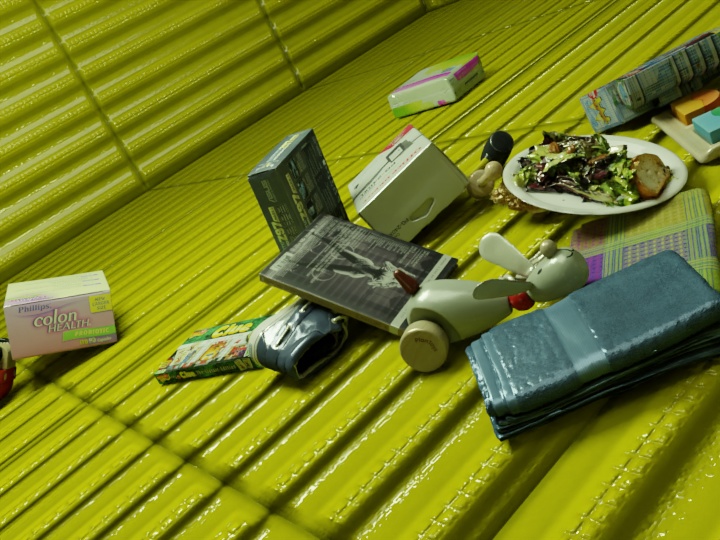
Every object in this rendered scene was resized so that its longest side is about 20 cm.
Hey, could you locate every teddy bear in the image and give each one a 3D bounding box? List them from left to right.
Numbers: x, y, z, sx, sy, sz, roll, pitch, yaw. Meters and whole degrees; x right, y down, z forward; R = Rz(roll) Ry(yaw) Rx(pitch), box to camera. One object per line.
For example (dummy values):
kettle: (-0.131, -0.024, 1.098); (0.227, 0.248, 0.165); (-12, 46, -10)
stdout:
teddy bear: (0.255, -0.123, 0.999); (0.144, 0.067, 0.200); (-2, 26, 31)

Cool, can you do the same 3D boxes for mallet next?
mallet: (0.153, -0.126, 1.166); (0.200, 0.041, 0.066); (-46, -11, -11)

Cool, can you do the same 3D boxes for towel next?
towel: (0.187, 0.060, 0.635); (0.199, 0.049, 0.112); (-27, 29, 11)
towel: (0.273, -0.015, 0.756); (0.142, 0.023, 0.200); (-17, 23, 27)

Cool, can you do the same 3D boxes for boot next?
boot: (-0.036, 0.058, 0.938); (0.090, 0.073, 0.200); (17, 50, 45)

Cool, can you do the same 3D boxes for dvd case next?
dvd case: (0.000, 0.000, 0.945); (0.198, 0.016, 0.149); (19, 42, 22)

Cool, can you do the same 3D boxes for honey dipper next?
honey dipper: (0.165, -0.123, 1.031); (0.038, 0.038, 0.200); (-27, -3, 3)

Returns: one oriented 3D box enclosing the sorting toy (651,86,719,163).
sorting toy: (0.465, -0.204, 0.939); (0.184, 0.037, 0.200); (-24, 20, 12)

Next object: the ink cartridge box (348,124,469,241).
ink cartridge box: (0.064, -0.128, 1.153); (0.145, 0.083, 0.200); (-44, 16, 8)

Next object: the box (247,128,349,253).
box: (-0.075, -0.080, 1.109); (0.051, 0.201, 0.158); (-13, 25, 23)

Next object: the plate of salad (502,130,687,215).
plate of salad: (0.258, -0.119, 0.867); (0.198, 0.048, 0.201); (-7, 32, 4)

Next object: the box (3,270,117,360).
box: (-0.544, 0.076, 1.416); (0.174, 0.098, 0.200); (-9, 13, -21)

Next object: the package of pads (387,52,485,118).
package of pads: (0.180, -0.437, 1.835); (0.199, 0.069, 0.154); (-4, 31, 48)

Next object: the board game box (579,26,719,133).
board game box: (0.405, -0.256, 1.061); (0.199, 0.062, 0.200); (-27, 5, 17)

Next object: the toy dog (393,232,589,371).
toy dog: (0.111, 0.012, 0.765); (0.199, 0.097, 0.132); (-34, 15, 9)

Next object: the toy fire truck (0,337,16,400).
toy fire truck: (-0.704, 0.216, 1.345); (0.174, 0.202, 0.129); (6, -1, -6)

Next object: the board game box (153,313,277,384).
board game box: (-0.185, 0.106, 1.067); (0.199, 0.024, 0.105); (-14, 22, 35)
